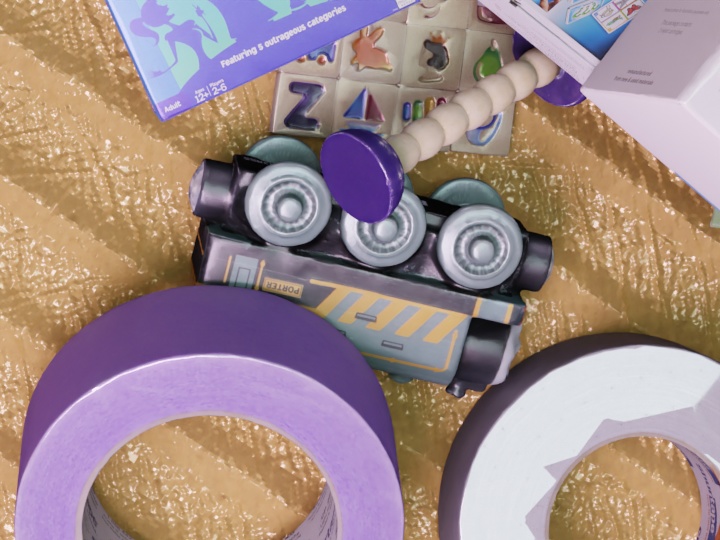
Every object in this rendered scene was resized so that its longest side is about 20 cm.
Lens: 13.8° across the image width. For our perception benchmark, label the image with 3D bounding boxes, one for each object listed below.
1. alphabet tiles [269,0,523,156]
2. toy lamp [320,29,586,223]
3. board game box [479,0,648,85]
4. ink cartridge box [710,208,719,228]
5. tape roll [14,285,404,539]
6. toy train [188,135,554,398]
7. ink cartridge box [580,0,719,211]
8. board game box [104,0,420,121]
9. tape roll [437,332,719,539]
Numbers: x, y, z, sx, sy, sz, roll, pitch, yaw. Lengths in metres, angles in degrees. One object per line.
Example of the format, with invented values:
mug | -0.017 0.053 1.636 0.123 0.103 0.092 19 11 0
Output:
alphabet tiles | -0.006 -0.152 1.584 0.200 0.008 0.168 5 99 -13
toy lamp | 0.065 -0.089 1.553 0.200 0.058 0.058 -31 99 -35
board game box | 0.156 -0.191 1.556 0.200 0.035 0.126 -40 60 -13
ink cartridge box | 0.263 -0.110 1.590 0.104 0.059 0.200 13 92 34
tape roll | -0.078 0.115 1.538 0.200 0.085 0.200 -1 114 -3
toy train | 0.000 0.000 1.579 0.200 0.085 0.114 13 105 -11
ink cartridge box | 0.240 -0.119 1.448 0.147 0.146 0.200 39 85 -15
board game box | -0.078 -0.199 1.530 0.152 0.045 0.200 -26 105 -4
tape roll | 0.145 0.136 1.615 0.200 0.066 0.201 -1 94 -8
